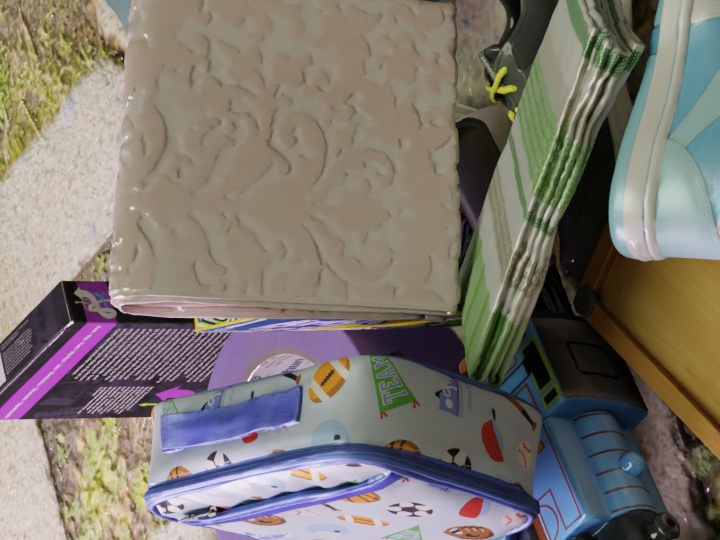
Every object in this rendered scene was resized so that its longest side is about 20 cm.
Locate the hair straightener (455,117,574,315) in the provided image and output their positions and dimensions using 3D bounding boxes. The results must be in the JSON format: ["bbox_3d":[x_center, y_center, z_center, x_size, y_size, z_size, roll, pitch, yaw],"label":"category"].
[{"bbox_3d":[0.093,0.007,1.500,0.077,0.041,0.201,-80,-33,-88],"label":"hair straightener"}]

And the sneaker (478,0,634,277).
[{"bbox_3d":[0.107,-0.095,1.483,0.074,0.084,0.201,138,132,-77],"label":"sneaker"}]

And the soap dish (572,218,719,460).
[{"bbox_3d":[0.204,0.012,1.378,0.200,0.081,0.158,49,128,41],"label":"soap dish"}]

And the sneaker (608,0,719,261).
[{"bbox_3d":[0.208,-0.090,1.299,0.130,0.080,0.201,11,77,23],"label":"sneaker"}]

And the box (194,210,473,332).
[{"bbox_3d":[0.000,0.000,1.544,0.070,0.199,0.065,-14,80,52],"label":"box"}]

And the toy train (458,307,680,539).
[{"bbox_3d":[0.109,0.119,1.413,0.114,0.086,0.200,-49,46,34],"label":"toy train"}]

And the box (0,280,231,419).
[{"bbox_3d":[-0.138,0.053,1.729,0.143,0.199,0.036,-41,56,44],"label":"box"}]

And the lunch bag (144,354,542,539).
[{"bbox_3d":[-0.015,0.100,1.376,0.200,0.160,0.076,-18,63,45],"label":"lunch bag"}]

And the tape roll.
[{"bbox_3d":[-0.011,0.116,1.659,0.200,0.085,0.201,2,92,53],"label":"tape roll"}]

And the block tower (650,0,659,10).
[{"bbox_3d":[0.231,-0.128,1.359,0.200,0.054,0.058,35,119,47],"label":"block tower"}]

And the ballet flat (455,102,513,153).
[{"bbox_3d":[0.032,-0.070,1.623,0.200,0.069,0.070,-2,89,48],"label":"ballet flat"}]

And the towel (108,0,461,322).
[{"bbox_3d":[-0.039,-0.066,1.463,0.032,0.190,0.201,103,169,-65],"label":"towel"}]

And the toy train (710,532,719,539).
[{"bbox_3d":[0.184,0.206,1.416,0.200,0.085,0.114,-43,49,44],"label":"toy train"}]

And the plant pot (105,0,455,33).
[{"bbox_3d":[-0.058,-0.212,1.636,0.196,0.200,0.201,-18,77,60],"label":"plant pot"}]

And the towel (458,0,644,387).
[{"bbox_3d":[0.096,-0.053,1.383,0.149,0.031,0.201,-88,16,-68],"label":"towel"}]

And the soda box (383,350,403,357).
[{"bbox_3d":[0.023,0.153,1.510,0.071,0.063,0.201,92,162,-78],"label":"soda box"}]
